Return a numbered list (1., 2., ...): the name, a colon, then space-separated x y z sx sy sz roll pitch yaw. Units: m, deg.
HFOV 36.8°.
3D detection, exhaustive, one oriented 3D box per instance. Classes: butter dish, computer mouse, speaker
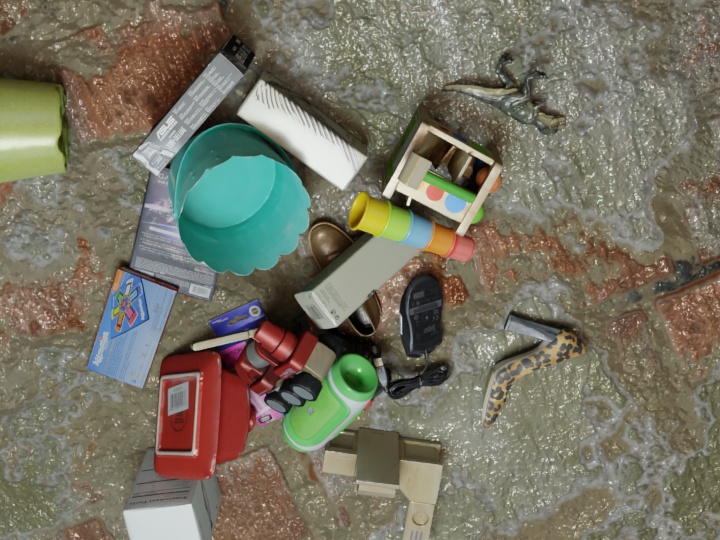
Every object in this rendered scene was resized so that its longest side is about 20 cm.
1. butter dish: -0.237 0.239 1.764 0.147 0.199 0.202 9 77 -37
2. computer mouse: 0.073 0.108 1.752 0.139 0.046 0.202 -21 116 -25
3. speaker: -0.051 0.214 1.729 0.088 0.089 0.200 31 134 -10

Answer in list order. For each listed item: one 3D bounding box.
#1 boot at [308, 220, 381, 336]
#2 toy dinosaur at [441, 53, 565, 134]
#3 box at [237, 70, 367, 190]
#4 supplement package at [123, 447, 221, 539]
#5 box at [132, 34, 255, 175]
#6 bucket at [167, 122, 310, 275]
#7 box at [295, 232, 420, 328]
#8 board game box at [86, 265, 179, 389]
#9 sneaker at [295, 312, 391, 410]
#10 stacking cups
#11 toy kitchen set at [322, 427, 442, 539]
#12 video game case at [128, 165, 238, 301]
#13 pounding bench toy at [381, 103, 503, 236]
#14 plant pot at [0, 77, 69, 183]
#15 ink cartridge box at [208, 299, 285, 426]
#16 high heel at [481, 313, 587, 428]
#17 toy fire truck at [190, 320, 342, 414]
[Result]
1. boot: -0.022 0.014 1.724 0.073 0.076 0.201 -25 107 12
2. toy dinosaur: 0.229 -0.270 1.629 0.198 0.048 0.089 22 116 -4
3. box: -0.086 -0.212 1.637 0.199 0.082 0.069 34 107 -13
4. supplement package: -0.308 0.388 1.802 0.116 0.200 0.118 -7 111 4
5. box: -0.241 -0.244 1.586 0.050 0.158 0.200 40 107 -13
6. bucket: -0.188 -0.110 1.615 0.205 0.135 0.209 -13 125 -18
7. box: 0.000 0.000 1.655 0.200 0.082 0.069 -41 101 -20
8. board game box: -0.376 0.095 1.780 0.102 0.019 0.201 20 115 -8
9. sneaker: -0.022 0.133 1.771 0.098 0.071 0.201 -35 108 13
10. stacking cups: 0.080 -0.056 1.613 0.198 0.061 0.061 21 110 -23
11. toy kitchen set: 0.028 0.389 1.816 0.197 0.163 0.182 8 111 -2
12. video game case: -0.284 -0.060 1.730 0.141 0.019 0.202 15 110 -5
13. pounding bench toy: 0.127 -0.135 1.597 0.155 0.200 0.125 27 109 -8
14. plant pot: -0.529 -0.208 1.602 0.182 0.201 0.203 -3 111 -10
15. ink cartridge box: -0.169 0.156 1.802 0.094 0.037 0.202 -23 107 9
16. high heel: 0.283 0.182 1.780 0.141 0.071 0.202 17 101 1
17. toy fire truck: -0.157 0.130 1.652 0.199 0.129 0.176 36 152 -12
